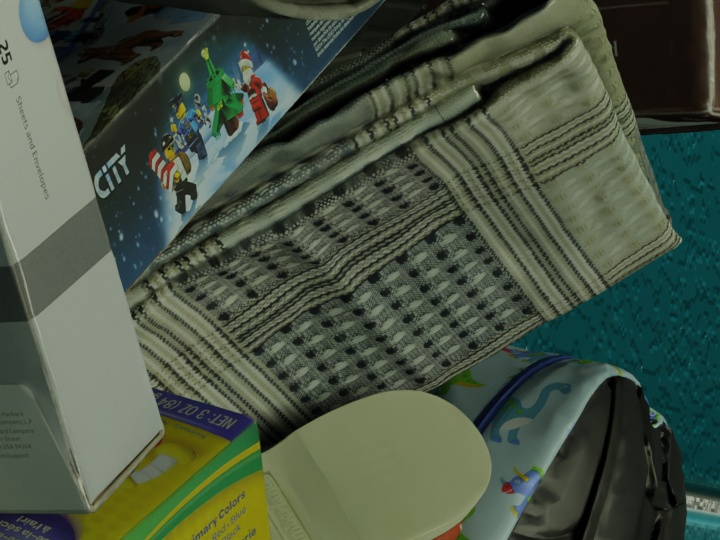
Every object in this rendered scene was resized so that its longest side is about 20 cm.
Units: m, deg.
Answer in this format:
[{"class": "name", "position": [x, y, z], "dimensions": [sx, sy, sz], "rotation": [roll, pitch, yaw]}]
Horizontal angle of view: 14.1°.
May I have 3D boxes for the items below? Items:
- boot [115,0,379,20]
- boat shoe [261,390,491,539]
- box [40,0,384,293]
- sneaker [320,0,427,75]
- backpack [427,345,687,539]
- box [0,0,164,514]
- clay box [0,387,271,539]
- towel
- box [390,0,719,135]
[{"class": "boot", "position": [-0.070, -0.101, 0.745], "dimensions": [0.182, 0.199, 0.073], "rotation": [-29, 114, -58]}, {"class": "boat shoe", "position": [-0.050, 0.089, 0.880], "dimensions": [0.199, 0.063, 0.071], "rotation": [-16, 67, -35]}, {"class": "box", "position": [-0.086, -0.045, 0.778], "dimensions": [0.200, 0.136, 0.038], "rotation": [-52, 129, -50]}, {"class": "sneaker", "position": [-0.011, -0.149, 0.972], "dimensions": [0.200, 0.114, 0.076], "rotation": [-56, 158, 14]}, {"class": "backpack", "position": [0.041, 0.118, 1.021], "dimensions": [0.200, 0.153, 0.163], "rotation": [-53, 135, -19]}, {"class": "box", "position": [-0.142, -0.040, 0.658], "dimensions": [0.041, 0.155, 0.201], "rotation": [-49, 129, -53]}, {"class": "clay box", "position": [-0.124, 0.088, 0.701], "dimensions": [0.200, 0.114, 0.048], "rotation": [-40, 135, -46]}, {"class": "towel", "position": [0.000, 0.000, 0.864], "dimensions": [0.035, 0.192, 0.200], "rotation": [64, 4, 26]}, {"class": "box", "position": [0.080, -0.149, 1.059], "dimensions": [0.164, 0.165, 0.201], "rotation": [-4, 92, -61]}]
